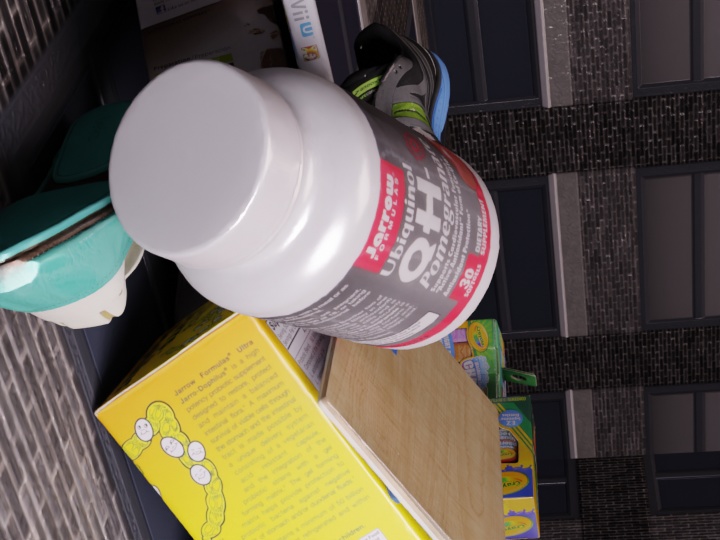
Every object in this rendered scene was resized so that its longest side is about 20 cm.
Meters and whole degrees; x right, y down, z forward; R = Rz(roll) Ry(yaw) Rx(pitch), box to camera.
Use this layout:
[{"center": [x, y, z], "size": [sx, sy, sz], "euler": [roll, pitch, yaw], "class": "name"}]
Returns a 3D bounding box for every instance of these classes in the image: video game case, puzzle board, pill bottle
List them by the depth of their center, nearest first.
[{"center": [-0.022, -0.029, 0.595], "size": [0.200, 0.110, 0.112], "euler": [18, 66, -59], "class": "pill bottle"}, {"center": [0.031, 0.080, 0.727], "size": [0.151, 0.017, 0.200], "euler": [50, 18, -16], "class": "puzzle board"}, {"center": [-0.027, -0.119, 0.735], "size": [0.144, 0.018, 0.201], "euler": [-102, 179, -50], "class": "video game case"}]

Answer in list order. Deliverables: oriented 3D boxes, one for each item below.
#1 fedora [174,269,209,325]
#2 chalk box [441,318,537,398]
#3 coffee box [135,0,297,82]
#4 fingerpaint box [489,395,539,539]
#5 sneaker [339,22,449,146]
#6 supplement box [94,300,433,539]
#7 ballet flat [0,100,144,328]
[{"center": [-0.067, 0.034, 0.847], "size": [0.177, 0.089, 0.202], "euler": [-48, 126, -79], "class": "fedora"}, {"center": [0.140, 0.142, 1.749], "size": [0.125, 0.198, 0.125], "euler": [63, 24, -68], "class": "chalk box"}, {"center": [-0.079, -0.128, 0.754], "size": [0.113, 0.079, 0.201], "euler": [71, 5, -64], "class": "coffee box"}, {"center": [0.106, 0.232, 1.499], "size": [0.167, 0.198, 0.074], "euler": [-82, 163, -52], "class": "fingerpaint box"}, {"center": [0.018, -0.089, 0.840], "size": [0.082, 0.071, 0.201], "euler": [33, 36, -30], "class": "sneaker"}, {"center": [-0.033, 0.109, 0.715], "size": [0.201, 0.109, 0.109], "euler": [54, 18, -9], "class": "supplement box"}, {"center": [-0.123, -0.015, 0.587], "size": [0.200, 0.067, 0.071], "euler": [-78, 154, -64], "class": "ballet flat"}]
